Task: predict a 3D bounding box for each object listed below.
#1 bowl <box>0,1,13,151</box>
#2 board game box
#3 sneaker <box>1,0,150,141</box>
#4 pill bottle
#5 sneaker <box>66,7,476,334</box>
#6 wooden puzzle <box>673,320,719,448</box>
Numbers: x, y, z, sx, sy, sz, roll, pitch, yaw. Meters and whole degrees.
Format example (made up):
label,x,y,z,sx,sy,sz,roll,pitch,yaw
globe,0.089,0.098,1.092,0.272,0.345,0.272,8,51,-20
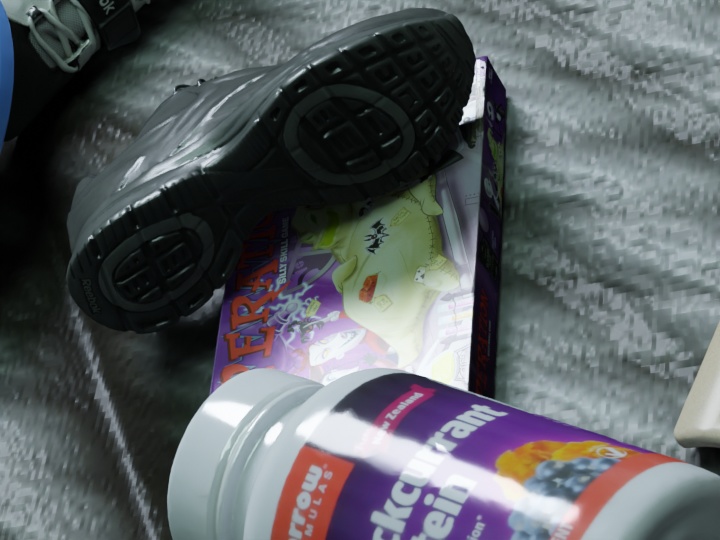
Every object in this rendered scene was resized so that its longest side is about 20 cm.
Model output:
label,x,y,z,sx,sy,sz,roll,pitch,yaw
bowl,-0.244,-0.062,1.125,0.200,0.039,0.202,-22,57,37
board game box,0.000,0.000,0.994,0.119,0.032,0.201,-16,45,23
sneaker,-0.137,-0.148,1.172,0.088,0.074,0.201,0,52,32
pill bottle,0.029,0.098,0.824,0.199,0.112,0.112,16,60,39
sneaker,-0.045,-0.059,1.005,0.199,0.076,0.091,-29,35,2
wooden puzzle,0.230,0.002,0.857,0.199,0.037,0.186,3,54,38
